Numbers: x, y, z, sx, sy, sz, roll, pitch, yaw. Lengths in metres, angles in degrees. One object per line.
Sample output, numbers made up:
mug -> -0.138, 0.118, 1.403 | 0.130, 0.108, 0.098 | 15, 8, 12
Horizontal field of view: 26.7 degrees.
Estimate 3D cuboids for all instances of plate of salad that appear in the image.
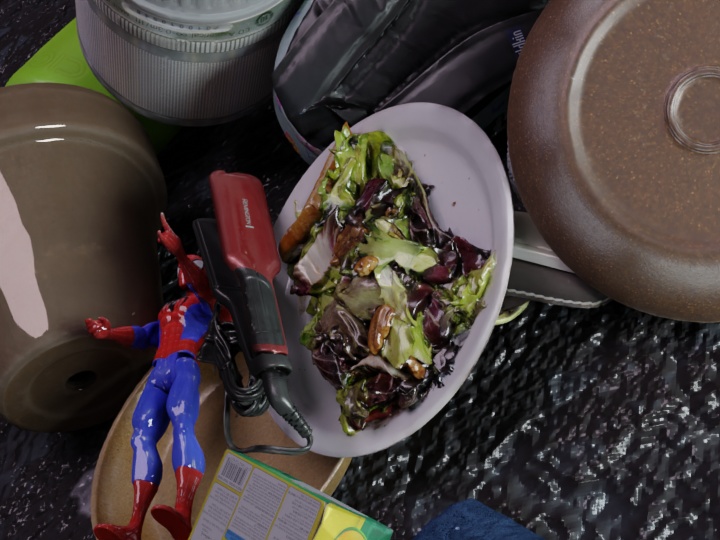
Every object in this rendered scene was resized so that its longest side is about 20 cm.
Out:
plate of salad -> 0.000, 0.000, 0.820 | 0.199, 0.048, 0.202 | -22, 57, 39

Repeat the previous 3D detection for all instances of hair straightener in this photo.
hair straightener -> -0.061, 0.033, 0.844 | 0.077, 0.041, 0.201 | -64, 33, 34

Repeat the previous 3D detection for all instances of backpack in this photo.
backpack -> 0.037, -0.140, 0.938 | 0.200, 0.167, 0.127 | -47, -5, -3

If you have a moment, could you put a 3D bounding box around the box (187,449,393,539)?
box -> -0.064, 0.198, 0.736 | 0.117, 0.048, 0.201 | 14, 78, 60

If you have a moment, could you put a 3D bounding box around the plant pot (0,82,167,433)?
plant pot -> -0.207, 0.008, 1.005 | 0.200, 0.200, 0.175 | -33, 57, 12

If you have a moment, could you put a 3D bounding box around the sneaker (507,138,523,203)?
sneaker -> 0.170, -0.110, 0.844 | 0.200, 0.076, 0.114 | -50, 35, -14

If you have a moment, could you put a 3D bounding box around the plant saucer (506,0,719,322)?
plant saucer -> 0.169, -0.076, 0.741 | 0.199, 0.037, 0.202 | -1, 87, 11

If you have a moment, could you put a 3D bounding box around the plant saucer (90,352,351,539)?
plant saucer -> -0.070, 0.102, 0.889 | 0.199, 0.035, 0.201 | -24, 40, 22

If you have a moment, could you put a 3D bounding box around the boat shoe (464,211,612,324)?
boat shoe -> 0.065, -0.004, 0.849 | 0.199, 0.072, 0.060 | 16, 108, 45

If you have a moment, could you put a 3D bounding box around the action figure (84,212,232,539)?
action figure -> -0.124, 0.053, 0.881 | 0.065, 0.099, 0.201 | -19, 40, 25

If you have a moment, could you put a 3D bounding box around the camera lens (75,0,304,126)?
camera lens -> -0.107, -0.197, 0.986 | 0.161, 0.159, 0.200 | -57, -2, -19

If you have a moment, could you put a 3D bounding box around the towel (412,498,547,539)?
towel -> 0.077, 0.180, 0.671 | 0.112, 0.049, 0.200 | -50, 37, -11

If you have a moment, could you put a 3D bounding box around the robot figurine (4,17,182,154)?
robot figurine -> -0.189, -0.134, 1.144 | 0.200, 0.116, 0.175 | -52, 12, -34
